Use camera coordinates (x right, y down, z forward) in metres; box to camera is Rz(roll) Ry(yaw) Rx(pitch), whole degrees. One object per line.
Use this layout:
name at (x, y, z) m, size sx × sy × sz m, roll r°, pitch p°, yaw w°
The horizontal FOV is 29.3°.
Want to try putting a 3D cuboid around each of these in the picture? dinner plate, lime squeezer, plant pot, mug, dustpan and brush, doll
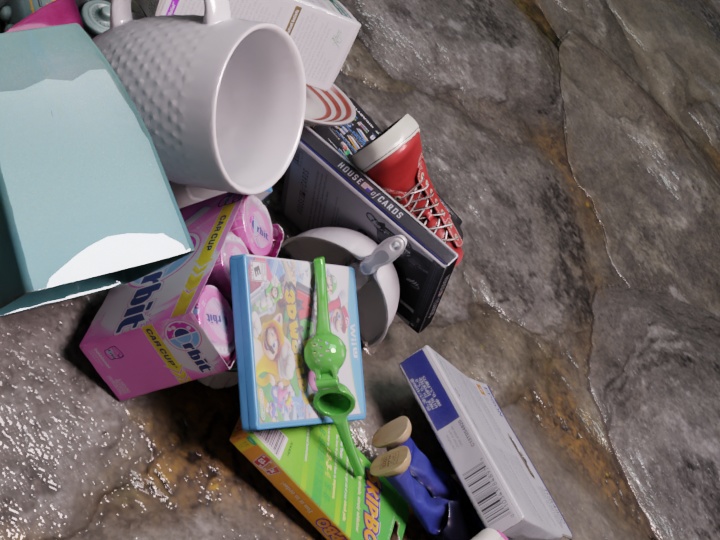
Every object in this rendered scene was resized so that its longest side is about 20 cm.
dinner plate at (-0.098, -0.191, 1.372) m, size 0.200 × 0.024 × 0.200 m, roll 26°, pitch 21°, yaw -11°
lime squeezer at (-0.027, 0.092, 1.190) m, size 0.071 × 0.038 × 0.200 m, roll -142°, pitch -140°, yaw -81°
plant pot at (-0.246, -0.081, 1.077) m, size 0.141 × 0.141 × 0.200 m, roll -16°, pitch 87°, yaw -34°
mug at (-0.160, -0.175, 1.194) m, size 0.148 × 0.175 × 0.200 m, roll -38°, pitch 132°, yaw -53°
dustpan and brush at (0.000, 0.000, 1.317) m, size 0.140 × 0.200 × 0.057 m, roll 49°, pitch 49°, yaw -2°
doll at (0.084, 0.231, 1.290) m, size 0.200 × 0.048 × 0.136 m, roll 48°, pitch 25°, yaw -26°

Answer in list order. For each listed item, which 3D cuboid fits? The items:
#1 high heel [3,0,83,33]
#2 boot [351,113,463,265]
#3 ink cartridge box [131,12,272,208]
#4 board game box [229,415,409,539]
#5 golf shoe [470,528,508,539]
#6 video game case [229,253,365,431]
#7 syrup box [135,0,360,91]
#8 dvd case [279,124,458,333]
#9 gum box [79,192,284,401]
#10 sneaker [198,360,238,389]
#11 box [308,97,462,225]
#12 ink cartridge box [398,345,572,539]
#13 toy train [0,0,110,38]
high heel at (-0.336, -0.196, 1.188) m, size 0.200 × 0.067 × 0.096 m, roll -2°, pitch 89°, yaw -36°
boot at (0.059, -0.070, 1.358) m, size 0.144 × 0.072 × 0.200 m, roll 55°, pitch -2°, yaw 5°
ink cartridge box at (-0.177, -0.149, 1.362) m, size 0.115 × 0.068 × 0.200 m, roll 9°, pitch 51°, yaw -46°
board game box at (-0.031, 0.182, 1.224) m, size 0.200 × 0.030 × 0.096 m, roll 47°, pitch 33°, yaw -18°
golf shoe at (0.047, 0.270, 1.181) m, size 0.092 × 0.075 × 0.200 m, roll 45°, pitch 51°, yaw 14°
video game case at (-0.051, 0.063, 1.195) m, size 0.200 × 0.018 × 0.143 m, roll 7°, pitch 77°, yaw -64°
syrup box at (-0.111, -0.254, 1.356) m, size 0.200 × 0.081 × 0.079 m, roll 17°, pitch 21°, yaw -29°
dvd case at (0.003, -0.038, 1.362) m, size 0.200 × 0.150 × 0.025 m, roll 42°, pitch 65°, yaw 13°
gum box at (-0.147, 0.013, 1.188) m, size 0.066 × 0.113 × 0.200 m, roll 59°, pitch 28°, yaw -28°
sneaker at (-0.069, 0.057, 1.266) m, size 0.200 × 0.091 × 0.078 m, roll -11°, pitch 66°, yaw -52°
box at (0.014, -0.086, 1.509) m, size 0.200 × 0.050 × 0.199 m, roll 48°, pitch 25°, yaw -4°
ink cartridge box at (0.127, 0.184, 1.370) m, size 0.200 × 0.041 × 0.200 m, roll 61°, pitch 12°, yaw 26°
toy train at (-0.286, -0.225, 1.311) m, size 0.114 × 0.085 × 0.200 m, roll 0°, pitch 59°, yaw -32°
